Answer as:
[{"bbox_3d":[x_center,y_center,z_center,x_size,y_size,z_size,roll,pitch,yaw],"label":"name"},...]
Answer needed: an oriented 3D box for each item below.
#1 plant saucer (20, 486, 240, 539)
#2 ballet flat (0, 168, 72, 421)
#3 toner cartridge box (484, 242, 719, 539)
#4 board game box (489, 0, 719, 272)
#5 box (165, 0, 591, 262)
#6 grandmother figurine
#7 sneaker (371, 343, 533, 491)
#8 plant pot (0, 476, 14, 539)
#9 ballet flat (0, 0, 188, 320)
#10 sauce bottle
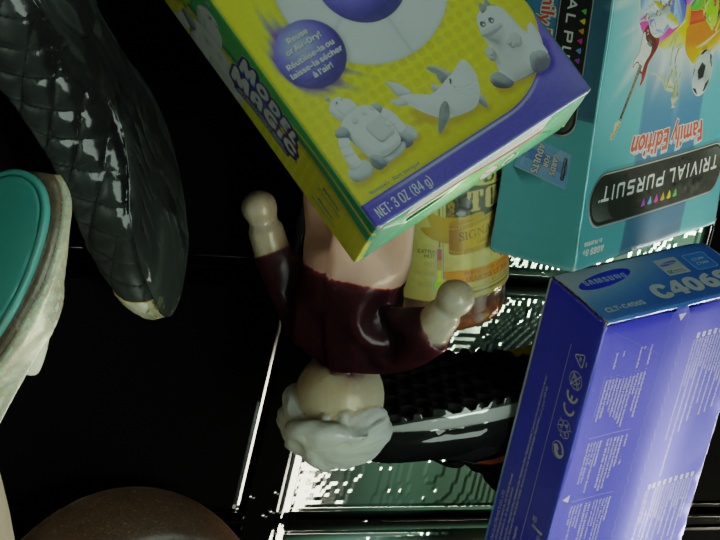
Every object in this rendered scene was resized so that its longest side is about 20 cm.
[{"bbox_3d":[-0.099,0.199,1.122,0.200,0.034,0.201,-5,97,-46],"label":"plant saucer"},{"bbox_3d":[-0.169,0.046,1.038,0.200,0.067,0.062,-59,150,7],"label":"ballet flat"},{"bbox_3d":[0.116,0.088,1.178,0.095,0.043,0.200,-12,129,-35],"label":"toner cartridge box"},{"bbox_3d":[0.129,-0.111,1.148,0.151,0.047,0.200,-17,118,-56],"label":"board game box"},{"bbox_3d":[-0.011,-0.118,1.015,0.117,0.048,0.200,-34,80,-21],"label":"box"},{"bbox_3d":[0.000,0.000,1.099,0.060,0.121,0.200,-15,123,-41],"label":"grandmother figurine"},{"bbox_3d":[0.078,0.085,1.217,0.200,0.070,0.090,-11,113,-33],"label":"sneaker"},{"bbox_3d":[-0.209,0.188,0.950,0.200,0.200,0.177,-14,146,4],"label":"plant pot"},{"bbox_3d":[-0.119,-0.061,1.038,0.067,0.057,0.200,-74,149,-49],"label":"ballet flat"},{"bbox_3d":[0.035,-0.072,1.124,0.066,0.066,0.200,-18,120,-29],"label":"sauce bottle"}]
